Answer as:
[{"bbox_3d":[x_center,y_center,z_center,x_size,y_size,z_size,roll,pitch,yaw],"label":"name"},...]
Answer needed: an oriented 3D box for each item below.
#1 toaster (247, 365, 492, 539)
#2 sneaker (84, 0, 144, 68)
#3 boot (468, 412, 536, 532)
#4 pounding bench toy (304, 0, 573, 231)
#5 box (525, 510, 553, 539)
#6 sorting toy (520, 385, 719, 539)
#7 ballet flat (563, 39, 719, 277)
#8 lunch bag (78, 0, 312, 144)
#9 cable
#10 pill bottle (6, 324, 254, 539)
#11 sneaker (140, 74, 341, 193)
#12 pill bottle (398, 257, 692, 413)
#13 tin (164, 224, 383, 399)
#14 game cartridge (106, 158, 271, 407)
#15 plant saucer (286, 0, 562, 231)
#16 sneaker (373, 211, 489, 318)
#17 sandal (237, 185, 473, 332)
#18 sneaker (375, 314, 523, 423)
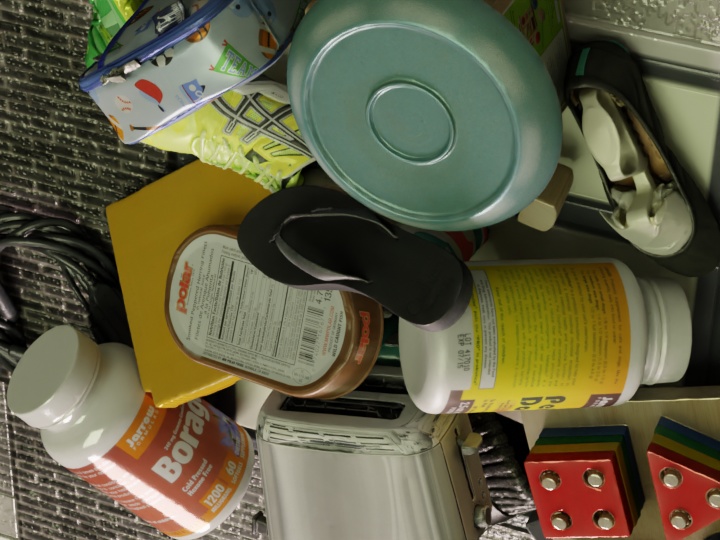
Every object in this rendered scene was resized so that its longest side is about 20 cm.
[{"bbox_3d":[0.001,0.148,1.667,0.199,0.114,0.130,4,119,24],"label":"toaster"},{"bbox_3d":[-0.182,-0.183,1.665,0.083,0.074,0.201,-8,117,26],"label":"sneaker"},{"bbox_3d":[0.049,0.136,1.755,0.211,0.080,0.158,37,138,-14],"label":"boot"},{"bbox_3d":[0.058,-0.122,1.551,0.155,0.124,0.201,2,123,26],"label":"pounding bench toy"},{"bbox_3d":[0.254,0.212,1.724,0.200,0.050,0.158,-29,106,37],"label":"box"},{"bbox_3d":[0.228,0.190,1.640,0.198,0.070,0.201,-4,118,25],"label":"sorting toy"},{"bbox_3d":[0.192,-0.067,1.557,0.068,0.068,0.200,-18,112,33],"label":"ballet flat"},{"bbox_3d":[-0.111,-0.176,1.552,0.160,0.200,0.076,-23,113,36],"label":"lunch bag"},{"bbox_3d":[-0.268,0.032,1.875,0.163,0.051,0.200,-19,115,40],"label":"cable"},{"bbox_3d":[-0.191,0.131,1.813,0.112,0.113,0.200,-23,133,36],"label":"pill bottle"},{"bbox_3d":[-0.073,-0.098,1.621,0.199,0.077,0.076,4,150,1],"label":"sneaker"},{"bbox_3d":[0.134,0.046,1.592,0.199,0.109,0.110,-2,128,-13],"label":"pill bottle"},{"bbox_3d":[-0.069,0.028,1.643,0.199,0.042,0.113,16,94,39],"label":"tin"},{"bbox_3d":[-0.110,-0.001,1.722,0.200,0.032,0.177,-23,74,39],"label":"game cartridge"},{"bbox_3d":[0.037,-0.104,1.472,0.199,0.027,0.201,15,130,18],"label":"plant saucer"},{"bbox_3d":[0.001,0.000,1.682,0.199,0.093,0.071,-17,112,34],"label":"sneaker"},{"bbox_3d":[-0.008,-0.016,1.553,0.200,0.076,0.043,17,172,36],"label":"sandal"},{"bbox_3d":[0.087,0.057,1.693,0.199,0.071,0.080,15,124,2],"label":"sneaker"}]
